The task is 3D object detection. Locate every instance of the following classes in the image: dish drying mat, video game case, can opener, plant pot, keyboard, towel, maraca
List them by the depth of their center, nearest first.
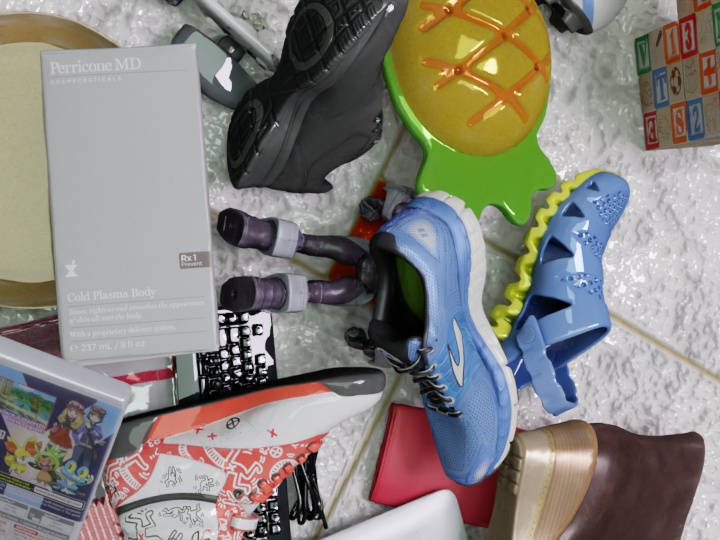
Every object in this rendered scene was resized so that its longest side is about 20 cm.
[{"bbox_3d":[-0.266,0.114,0.948,0.198,0.023,0.183,22,118,-6],"label":"video game case"},{"bbox_3d":[-0.227,-0.075,1.008,0.198,0.027,0.202,0,89,-12],"label":"plant pot"},{"bbox_3d":[-0.136,-0.196,1.015,0.200,0.053,0.067,44,82,-9],"label":"can opener"},{"bbox_3d":[-0.185,0.128,1.019,0.143,0.023,0.202,-13,93,-11],"label":"towel"},{"bbox_3d":[-0.071,0.124,1.024,0.103,0.040,0.202,-6,91,-26],"label":"keyboard"},{"bbox_3d":[0.077,-0.129,1.029,0.136,0.107,0.202,-7,85,-24],"label":"maraca"},{"bbox_3d":[0.108,0.154,1.085,0.198,0.018,0.078,14,88,-13],"label":"dish drying mat"}]

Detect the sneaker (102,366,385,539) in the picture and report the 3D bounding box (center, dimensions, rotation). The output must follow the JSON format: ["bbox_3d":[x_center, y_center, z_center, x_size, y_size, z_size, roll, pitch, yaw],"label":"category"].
[{"bbox_3d":[-0.071,0.134,0.983,0.199,0.067,0.109,-14,91,1],"label":"sneaker"}]

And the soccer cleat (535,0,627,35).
[{"bbox_3d":[0.126,-0.263,1.064,0.086,0.070,0.200,-43,106,0],"label":"soccer cleat"}]

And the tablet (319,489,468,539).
[{"bbox_3d":[-0.006,0.248,1.043,0.198,0.014,0.131,-20,104,-16],"label":"tablet"}]

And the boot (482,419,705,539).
[{"bbox_3d":[0.161,0.205,1.054,0.165,0.072,0.202,6,105,-27],"label":"boot"}]

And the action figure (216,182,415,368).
[{"bbox_3d":[0.000,0.000,1.038,0.198,0.069,0.132,7,81,-27],"label":"action figure"}]

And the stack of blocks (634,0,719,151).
[{"bbox_3d":[0.255,-0.150,1.025,0.058,0.200,0.116,-5,90,-10],"label":"stack of blocks"}]

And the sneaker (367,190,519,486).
[{"bbox_3d":[0.044,0.054,0.984,0.089,0.078,0.202,-26,107,-39],"label":"sneaker"}]

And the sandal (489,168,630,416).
[{"bbox_3d":[0.146,0.024,1.051,0.079,0.087,0.201,26,90,-55],"label":"sandal"}]

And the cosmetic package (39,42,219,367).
[{"bbox_3d":[-0.151,-0.045,0.968,0.106,0.090,0.202,-6,94,-7],"label":"cosmetic package"}]

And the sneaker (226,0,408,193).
[{"bbox_3d":[-0.016,-0.124,0.991,0.090,0.200,0.077,12,51,-28],"label":"sneaker"}]
